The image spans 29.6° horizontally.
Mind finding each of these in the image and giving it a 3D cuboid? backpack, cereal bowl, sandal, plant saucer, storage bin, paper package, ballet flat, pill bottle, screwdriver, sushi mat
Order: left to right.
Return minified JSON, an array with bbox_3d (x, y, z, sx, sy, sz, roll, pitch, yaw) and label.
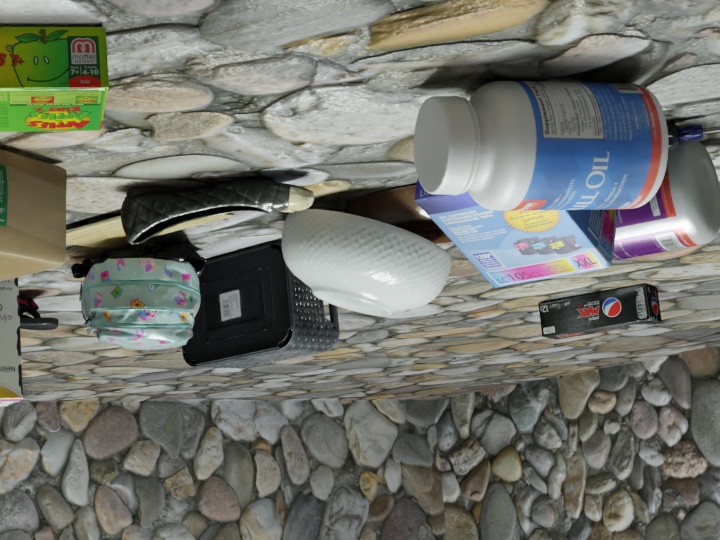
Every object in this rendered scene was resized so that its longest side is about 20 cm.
[{"bbox_3d":[-0.396,-0.048,1.234,0.191,0.104,0.200,-12,166,27],"label":"paper package"},{"bbox_3d":[-0.492,0.057,1.923,0.075,0.045,0.200,11,176,-40],"label":"sandal"},{"bbox_3d":[-0.247,-0.051,1.526,0.200,0.012,0.096,-12,169,34],"label":"sushi mat"},{"bbox_3d":[-0.259,0.033,1.643,0.167,0.127,0.200,-5,175,-13],"label":"backpack"},{"bbox_3d":[-0.147,-0.061,1.405,0.200,0.057,0.066,-5,170,0],"label":"ballet flat"},{"bbox_3d":[-0.135,0.049,1.772,0.200,0.135,0.094,-14,167,37],"label":"storage bin"},{"bbox_3d":[0.000,0.000,1.570,0.200,0.083,0.200,16,170,3],"label":"cereal bowl"},{"bbox_3d":[0.084,-0.061,1.579,0.200,0.037,0.200,-5,170,-1],"label":"plant saucer"},{"bbox_3d":[0.152,-0.106,1.170,0.200,0.112,0.112,-2,169,-18],"label":"pill bottle"},{"bbox_3d":[0.270,-0.067,1.433,0.200,0.112,0.112,-11,168,31],"label":"pill bottle"},{"bbox_3d":[0.351,-0.139,1.328,0.200,0.028,0.029,-8,-161,11],"label":"screwdriver"}]

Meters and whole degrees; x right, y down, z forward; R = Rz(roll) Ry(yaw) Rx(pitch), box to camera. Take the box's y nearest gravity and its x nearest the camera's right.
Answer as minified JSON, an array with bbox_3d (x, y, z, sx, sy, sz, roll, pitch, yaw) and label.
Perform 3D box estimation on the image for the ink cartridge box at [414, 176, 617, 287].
[{"bbox_3d":[0.146,-0.072,1.324,0.136,0.076,0.200,-12,141,32],"label":"ink cartridge box"}]

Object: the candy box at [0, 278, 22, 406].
[{"bbox_3d":[-0.431,0.043,1.430,0.136,0.200,0.061,0,168,-30],"label":"candy box"}]

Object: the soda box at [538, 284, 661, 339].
[{"bbox_3d":[0.415,0.073,2.366,0.200,0.063,0.071,-11,168,29],"label":"soda box"}]

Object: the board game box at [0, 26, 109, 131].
[{"bbox_3d":[-0.285,-0.135,0.978,0.200,0.048,0.102,-2,169,-14],"label":"board game box"}]
